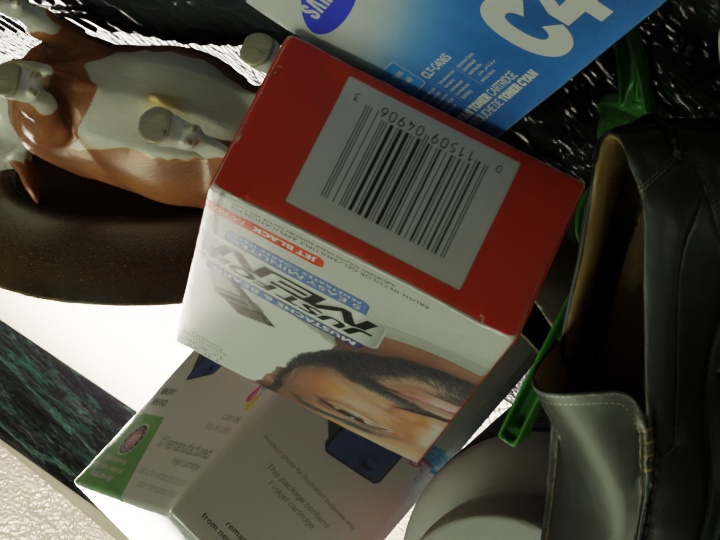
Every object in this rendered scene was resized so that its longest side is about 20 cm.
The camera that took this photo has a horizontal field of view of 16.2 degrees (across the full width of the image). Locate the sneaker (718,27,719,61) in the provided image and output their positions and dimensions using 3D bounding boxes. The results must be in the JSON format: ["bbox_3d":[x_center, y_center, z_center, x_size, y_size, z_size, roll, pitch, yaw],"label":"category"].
[{"bbox_3d":[0.139,-0.050,0.695,0.099,0.078,0.200,39,165,16],"label":"sneaker"}]

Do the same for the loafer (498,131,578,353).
[{"bbox_3d":[0.048,-0.013,1.027,0.200,0.071,0.073,37,165,14],"label":"loafer"}]

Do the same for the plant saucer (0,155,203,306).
[{"bbox_3d":[-0.081,-0.035,1.117,0.200,0.200,0.032,22,122,51],"label":"plant saucer"}]

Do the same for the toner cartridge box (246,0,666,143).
[{"bbox_3d":[0.043,-0.105,0.735,0.095,0.043,0.200,32,157,-8],"label":"toner cartridge box"}]

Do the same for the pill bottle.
[{"bbox_3d":[0.083,0.118,1.060,0.120,0.120,0.200,38,-161,9],"label":"pill bottle"}]

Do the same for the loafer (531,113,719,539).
[{"bbox_3d":[0.085,0.043,0.847,0.072,0.201,0.073,8,-173,-34],"label":"loafer"}]

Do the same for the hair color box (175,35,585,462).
[{"bbox_3d":[0.000,0.000,0.891,0.111,0.064,0.200,26,164,1],"label":"hair color box"}]

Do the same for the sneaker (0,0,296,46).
[{"bbox_3d":[-0.091,-0.140,1.023,0.199,0.082,0.070,7,165,22],"label":"sneaker"}]

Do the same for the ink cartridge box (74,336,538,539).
[{"bbox_3d":[-0.017,0.057,1.145,0.088,0.200,0.145,48,164,-17],"label":"ink cartridge box"}]

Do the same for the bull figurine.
[{"bbox_3d":[-0.095,-0.064,1.015,0.199,0.065,0.121,10,166,17],"label":"bull figurine"}]

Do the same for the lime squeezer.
[{"bbox_3d":[0.086,-0.031,0.905,0.038,0.071,0.200,45,140,35],"label":"lime squeezer"}]
